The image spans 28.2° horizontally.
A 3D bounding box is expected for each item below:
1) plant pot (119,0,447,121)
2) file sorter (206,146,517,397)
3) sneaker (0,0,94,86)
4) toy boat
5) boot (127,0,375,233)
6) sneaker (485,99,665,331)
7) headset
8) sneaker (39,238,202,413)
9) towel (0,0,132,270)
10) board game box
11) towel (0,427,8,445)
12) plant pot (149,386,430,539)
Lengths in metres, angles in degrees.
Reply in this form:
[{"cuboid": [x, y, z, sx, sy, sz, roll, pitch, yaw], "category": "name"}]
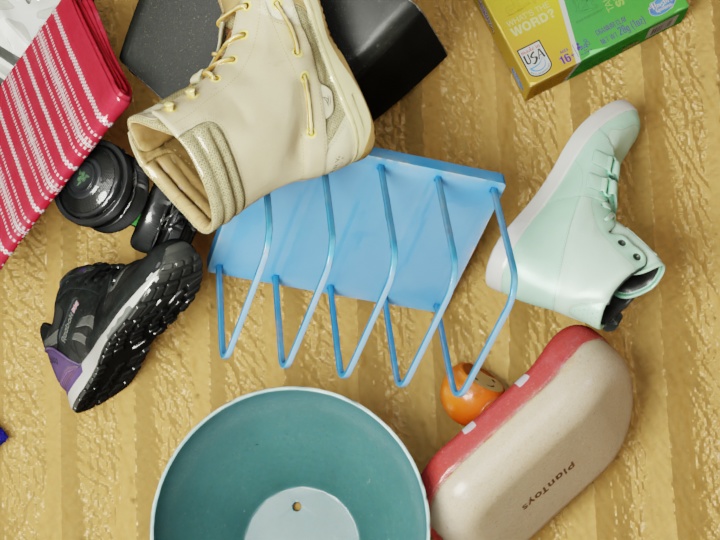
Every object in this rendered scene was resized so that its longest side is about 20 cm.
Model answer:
[{"cuboid": [-0.071, -0.181, 1.120, 0.200, 0.199, 0.178, 42, 95, 8], "category": "plant pot"}, {"cuboid": [0.000, 0.000, 1.054, 0.197, 0.140, 0.124, 10, 40, -16], "category": "file sorter"}, {"cuboid": [-0.291, -0.215, 1.193, 0.200, 0.076, 0.116, 41, 74, 0], "category": "sneaker"}, {"cuboid": [0.112, 0.117, 1.104, 0.200, 0.131, 0.131, -41, 52, -6], "category": "toy boat"}, {"cuboid": [-0.096, -0.138, 0.962, 0.155, 0.073, 0.202, -29, 93, -32], "category": "boot"}, {"cuboid": [0.196, -0.039, 1.115, 0.117, 0.074, 0.201, 27, 64, 21], "category": "sneaker"}, {"cuboid": [-0.166, -0.063, 1.096, 0.123, 0.199, 0.095, 26, 85, -37], "category": "headset"}, {"cuboid": [-0.195, 0.024, 1.089, 0.075, 0.200, 0.088, -22, 71, -46], "category": "sneaker"}, {"cuboid": [-0.250, -0.101, 1.096, 0.200, 0.022, 0.145, -48, 46, 20], "category": "towel"}, {"cuboid": [0.159, -0.266, 1.197, 0.152, 0.040, 0.202, -27, 80, -3], "category": "board game box"}, {"cuboid": [-0.389, 0.103, 1.106, 0.199, 0.050, 0.148, 40, 45, 6], "category": "towel"}, {"cuboid": [-0.047, 0.199, 1.067, 0.197, 0.135, 0.203, -1, 74, 2], "category": "plant pot"}]
